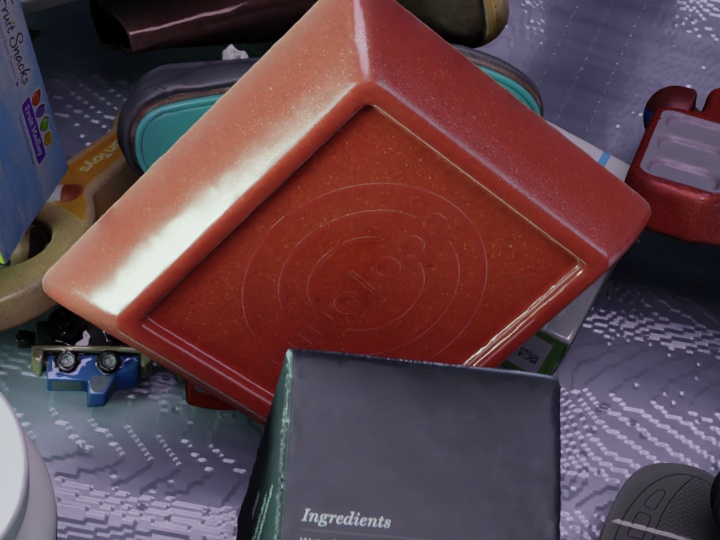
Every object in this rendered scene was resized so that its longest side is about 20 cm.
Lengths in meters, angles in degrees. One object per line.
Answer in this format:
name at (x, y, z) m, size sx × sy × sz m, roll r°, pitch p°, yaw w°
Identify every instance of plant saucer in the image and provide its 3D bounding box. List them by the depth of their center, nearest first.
plant saucer at (0.000, 0.000, 0.886) m, size 0.200 × 0.200 × 0.037 m, roll 34°, pitch 24°, yaw -34°

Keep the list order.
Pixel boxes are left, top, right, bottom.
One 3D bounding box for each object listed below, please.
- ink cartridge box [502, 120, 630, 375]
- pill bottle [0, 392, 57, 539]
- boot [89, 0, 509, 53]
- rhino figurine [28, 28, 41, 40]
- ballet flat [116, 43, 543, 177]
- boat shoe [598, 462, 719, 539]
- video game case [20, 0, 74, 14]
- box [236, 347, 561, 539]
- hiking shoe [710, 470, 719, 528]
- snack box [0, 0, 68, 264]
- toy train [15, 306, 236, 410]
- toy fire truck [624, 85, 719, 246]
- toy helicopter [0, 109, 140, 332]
ink cartridge box at (0.034, -0.041, 1.022) m, size 0.199 × 0.059 × 0.104 m, roll 29°, pitch 64°, yaw 6°
pill bottle at (-0.181, 0.114, 0.836) m, size 0.115 × 0.200 × 0.116 m, roll 4°, pitch 64°, yaw -7°
boot at (-0.033, -0.127, 0.997) m, size 0.166 × 0.200 × 0.073 m, roll -19°, pitch 110°, yaw -18°
rhino figurine at (-0.224, -0.080, 1.002) m, size 0.087 × 0.060 × 0.200 m, roll 35°, pitch 63°, yaw 13°
ballet flat at (-0.016, -0.078, 0.962) m, size 0.199 × 0.073 × 0.073 m, roll -5°, pitch 65°, yaw -10°
boat shoe at (0.135, 0.185, 0.933) m, size 0.074 × 0.065 × 0.203 m, roll 7°, pitch 60°, yaw -3°
video game case at (-0.141, -0.214, 0.949) m, size 0.199 × 0.022 × 0.183 m, roll -19°, pitch 78°, yaw -24°
box at (0.007, 0.165, 0.843) m, size 0.117 × 0.197 × 0.201 m, roll 5°, pitch 64°, yaw -7°
hiking shoe at (0.219, 0.077, 0.978) m, size 0.199 × 0.076 × 0.101 m, roll -12°, pitch 46°, yaw -42°
snack box at (-0.237, -0.102, 0.866) m, size 0.199 × 0.169 × 0.068 m, roll 15°, pitch 53°, yaw 18°
toy train at (-0.065, 0.046, 0.982) m, size 0.199 × 0.034 × 0.046 m, roll 3°, pitch 75°, yaw -7°
toy fire truck at (0.216, -0.047, 1.000) m, size 0.167 × 0.113 × 0.200 m, roll 18°, pitch 26°, yaw 7°
toy helicopter at (-0.133, -0.031, 0.968) m, size 0.132 × 0.079 × 0.200 m, roll 12°, pitch 38°, yaw 32°
